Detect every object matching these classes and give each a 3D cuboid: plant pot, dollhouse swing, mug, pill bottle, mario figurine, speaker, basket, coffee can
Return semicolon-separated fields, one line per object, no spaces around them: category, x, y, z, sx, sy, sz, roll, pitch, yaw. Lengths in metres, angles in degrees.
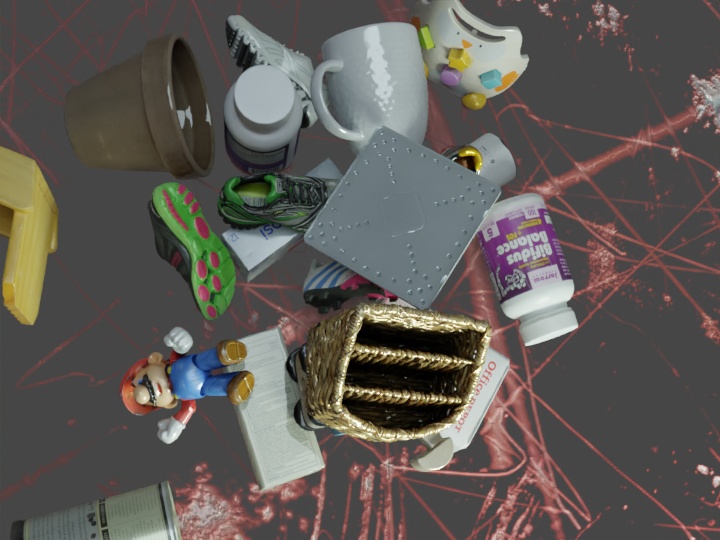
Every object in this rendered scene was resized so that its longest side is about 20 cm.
plant pot;-0.313;-0.213;1.442;0.172;0.200;0.204;-11;77;7
dollhouse swing;-0.490;-0.051;1.352;0.179;0.200;0.178;21;74;-3
mug;0.009;-0.251;1.493;0.198;0.147;0.179;-8;86;-41
pill bottle;-0.137;-0.210;1.443;0.109;0.200;0.114;1;78;-7
mario figurine;-0.243;0.153;1.354;0.197;0.106;0.125;-15;59;28
speaker;0.132;-0.120;1.525;0.199;0.081;0.082;-34;83;-15
pill bottle;0.244;0.000;1.496;0.111;0.112;0.203;-16;78;-12
basket;0.046;0.131;1.252;0.197;0.148;0.145;11;70;-28
coffee can;-0.324;0.363;1.300;0.197;0.146;0.149;-14;78;-12

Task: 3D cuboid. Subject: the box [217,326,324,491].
box;-0.124;0.189;1.410;0.093;0.078;0.203;-15;79;-12

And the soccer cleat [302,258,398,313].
soccer cleat;0.000;0.000;1.435;0.070;0.198;0.088;38;51;-44

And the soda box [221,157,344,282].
soda box;-0.104;-0.073;1.486;0.199;0.064;0.069;-38;82;-16

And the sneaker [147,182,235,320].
sneaker;-0.240;-0.027;1.455;0.076;0.083;0.203;-26;97;-34

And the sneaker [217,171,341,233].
sneaker;-0.097;-0.095;1.416;0.196;0.085;0.079;-5;75;-10

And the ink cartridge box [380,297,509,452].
ink cartridge box;0.088;0.143;1.451;0.198;0.083;0.148;32;73;1

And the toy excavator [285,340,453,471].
toy excavator;0.016;0.175;1.352;0.197;0.100;0.198;-6;78;-17

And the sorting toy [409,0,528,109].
sorting toy;0.160;-0.343;1.534;0.198;0.180;0.108;29;73;0

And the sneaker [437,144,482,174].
sneaker;0.102;-0.095;1.433;0.077;0.082;0.202;32;80;-12

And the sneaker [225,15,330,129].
sneaker;-0.123;-0.307;1.544;0.200;0.075;0.081;47;66;-4

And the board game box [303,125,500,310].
board game box;0.056;-0.071;1.376;0.198;0.026;0.201;29;75;19
